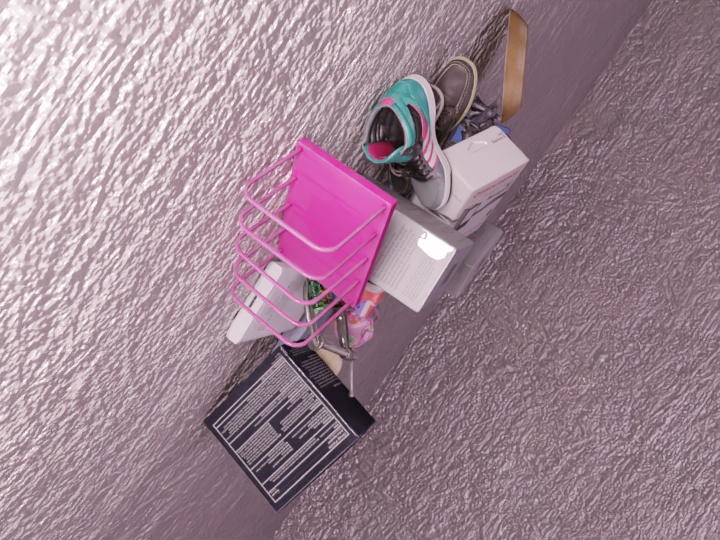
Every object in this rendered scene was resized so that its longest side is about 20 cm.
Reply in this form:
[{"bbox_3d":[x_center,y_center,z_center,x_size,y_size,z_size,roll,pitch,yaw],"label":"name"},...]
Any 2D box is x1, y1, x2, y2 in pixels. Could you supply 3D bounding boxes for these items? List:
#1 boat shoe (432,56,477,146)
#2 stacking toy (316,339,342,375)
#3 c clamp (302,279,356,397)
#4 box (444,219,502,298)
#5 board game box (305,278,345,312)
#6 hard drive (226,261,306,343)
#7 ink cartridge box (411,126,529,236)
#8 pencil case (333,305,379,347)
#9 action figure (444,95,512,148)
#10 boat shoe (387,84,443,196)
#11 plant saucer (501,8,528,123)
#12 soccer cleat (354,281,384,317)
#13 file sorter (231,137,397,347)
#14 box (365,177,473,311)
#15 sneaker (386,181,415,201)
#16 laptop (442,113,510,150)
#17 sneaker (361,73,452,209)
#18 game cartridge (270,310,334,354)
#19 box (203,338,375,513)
[{"bbox_3d":[0.124,-0.248,1.024,0.065,0.073,0.200,-46,165,-51],"label":"boat shoe"},{"bbox_3d":[-0.087,0.202,1.251,0.085,0.085,0.200,-49,171,-22],"label":"stacking toy"},{"bbox_3d":[-0.045,0.102,1.023,0.200,0.027,0.171,45,39,-60],"label":"c clamp"},{"bbox_3d":[0.175,-0.066,1.364,0.152,0.200,0.106,-44,162,-39],"label":"box"},{"bbox_3d":[-0.046,0.011,1.034,0.023,0.105,0.200,-17,176,15],"label":"board game box"},{"bbox_3d":[-0.122,0.045,0.987,0.132,0.027,0.200,-58,166,10],"label":"hard drive"},{"bbox_3d":[0.164,-0.124,1.045,0.145,0.084,0.200,-30,162,-31],"label":"ink cartridge box"},{"bbox_3d":[-0.004,0.095,1.311,0.087,0.087,0.200,-57,180,10],"label":"pencil case"},{"bbox_3d":[0.203,-0.240,1.119,0.119,0.102,0.200,-59,149,6],"label":"action figure"},{"bbox_3d":[0.071,-0.200,0.997,0.057,0.067,0.200,-23,144,-37],"label":"boat shoe"},{"bbox_3d":[0.282,-0.369,1.149,0.200,0.035,0.200,5,90,-78],"label":"plant saucer"},{"bbox_3d":[0.000,0.000,1.067,0.200,0.068,0.073,-106,-146,-61],"label":"soccer cleat"},{"bbox_3d":[-0.070,-0.024,0.761,0.125,0.139,0.200,-42,162,-37],"label":"file sorter"},{"bbox_3d":[0.046,-0.046,0.936,0.106,0.200,0.152,-60,166,15],"label":"box"},{"bbox_3d":[0.117,-0.178,1.140,0.200,0.088,0.075,-61,163,21],"label":"sneaker"},{"bbox_3d":[0.196,-0.207,1.262,0.187,0.116,0.200,-63,175,29],"label":"laptop"},{"bbox_3d":[0.065,-0.162,0.892,0.121,0.084,0.200,-37,121,-39],"label":"sneaker"},{"bbox_3d":[-0.097,0.103,1.200,0.200,0.040,0.133,-55,170,1],"label":"game cartridge"},{"bbox_3d":[-0.118,0.260,1.080,0.200,0.198,0.123,-44,168,11],"label":"box"}]
